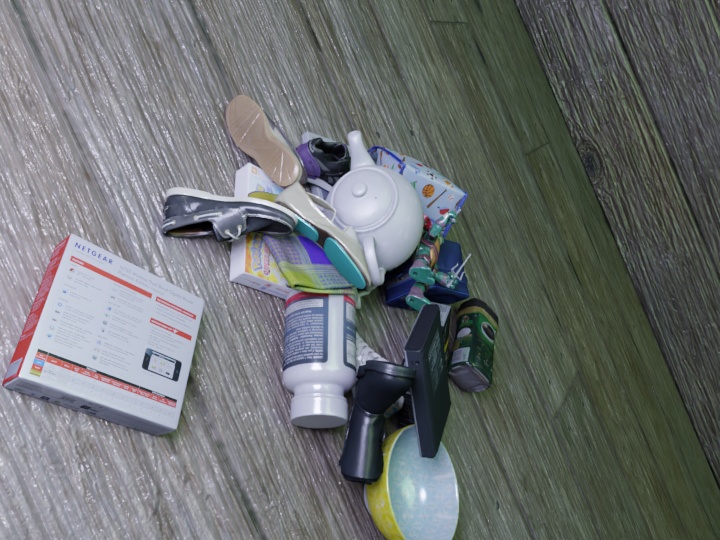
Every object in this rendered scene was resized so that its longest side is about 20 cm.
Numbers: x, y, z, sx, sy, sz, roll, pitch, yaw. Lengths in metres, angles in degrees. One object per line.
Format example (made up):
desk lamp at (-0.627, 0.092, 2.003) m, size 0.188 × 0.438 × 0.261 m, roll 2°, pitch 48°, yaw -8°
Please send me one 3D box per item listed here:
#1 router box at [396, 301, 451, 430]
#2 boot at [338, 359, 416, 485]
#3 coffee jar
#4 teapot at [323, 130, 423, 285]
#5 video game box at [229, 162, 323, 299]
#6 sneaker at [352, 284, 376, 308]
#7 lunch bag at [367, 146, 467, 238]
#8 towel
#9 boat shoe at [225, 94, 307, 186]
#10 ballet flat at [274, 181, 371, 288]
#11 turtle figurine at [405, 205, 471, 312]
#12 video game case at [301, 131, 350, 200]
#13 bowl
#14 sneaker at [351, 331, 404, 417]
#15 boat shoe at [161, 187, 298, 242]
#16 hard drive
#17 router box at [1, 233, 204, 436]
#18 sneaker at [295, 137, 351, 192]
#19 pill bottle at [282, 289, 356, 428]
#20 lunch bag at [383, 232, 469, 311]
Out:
router box at (0.123, 0.185, 1.157) m, size 0.201 × 0.051 × 0.161 m, roll -58°, pitch 154°, yaw -48°
boot at (0.022, 0.225, 0.888) m, size 0.074 × 0.200 × 0.173 m, roll 12°, pitch 75°, yaw -10°
coffee jar at (0.258, 0.166, 1.375) m, size 0.104 × 0.084 × 0.203 m, roll 43°, pitch 44°, yaw -24°
teapot at (0.014, -0.099, 1.031) m, size 0.199 × 0.198 × 0.146 m, roll -52°, pitch 156°, yaw -10°
video game box at (-0.134, -0.056, 1.027) m, size 0.180 × 0.046 × 0.205 m, roll 21°, pitch 57°, yaw -41°
sneaker at (0.000, 0.000, 1.119) m, size 0.076 × 0.084 × 0.203 m, roll 78°, pitch 26°, yaw -46°
lunch bag at (0.094, -0.169, 1.239) m, size 0.167 × 0.126 × 0.201 m, roll 22°, pitch 19°, yaw -28°
towel at (-0.094, -0.048, 0.960) m, size 0.141 × 0.023 × 0.203 m, roll 6°, pitch 46°, yaw -44°
boat shoe at (-0.160, -0.215, 1.034) m, size 0.201 × 0.072 × 0.065 m, roll 49°, pitch 8°, yaw 19°
ballet flat at (-0.045, -0.060, 0.932) m, size 0.199 × 0.070 × 0.070 m, roll 43°, pitch 39°, yaw 1°
turtle figurine at (0.137, -0.026, 1.119) m, size 0.201 × 0.098 × 0.153 m, roll -58°, pitch 141°, yaw -45°
video game case at (-0.034, -0.167, 1.227) m, size 0.180 × 0.023 × 0.206 m, roll 6°, pitch 68°, yaw -50°
bowl at (0.069, 0.371, 1.014) m, size 0.198 × 0.106 × 0.205 m, roll 29°, pitch 50°, yaw -40°
sneaker at (0.008, 0.165, 1.065) m, size 0.076 × 0.080 × 0.203 m, roll -37°, pitch 101°, yaw -50°
boat shoe at (-0.189, -0.068, 0.880) m, size 0.194 × 0.072 × 0.069 m, roll 7°, pitch 66°, yaw -4°
hard drive at (0.113, 0.179, 0.990) m, size 0.140 × 0.032 × 0.205 m, roll -55°, pitch 139°, yaw -58°
router box at (-0.300, 0.084, 0.743) m, size 0.198 × 0.048 × 0.184 m, roll 34°, pitch 48°, yaw -37°
sneaker at (-0.041, -0.196, 1.142) m, size 0.197 × 0.086 × 0.078 m, roll 5°, pitch 67°, yaw -51°
pill bottle at (-0.065, 0.136, 0.956) m, size 0.118 × 0.118 × 0.205 m, roll 26°, pitch 53°, yaw -41°
lunch bag at (0.131, 0.016, 1.249) m, size 0.197 × 0.134 × 0.136 m, roll 9°, pitch 64°, yaw -47°
